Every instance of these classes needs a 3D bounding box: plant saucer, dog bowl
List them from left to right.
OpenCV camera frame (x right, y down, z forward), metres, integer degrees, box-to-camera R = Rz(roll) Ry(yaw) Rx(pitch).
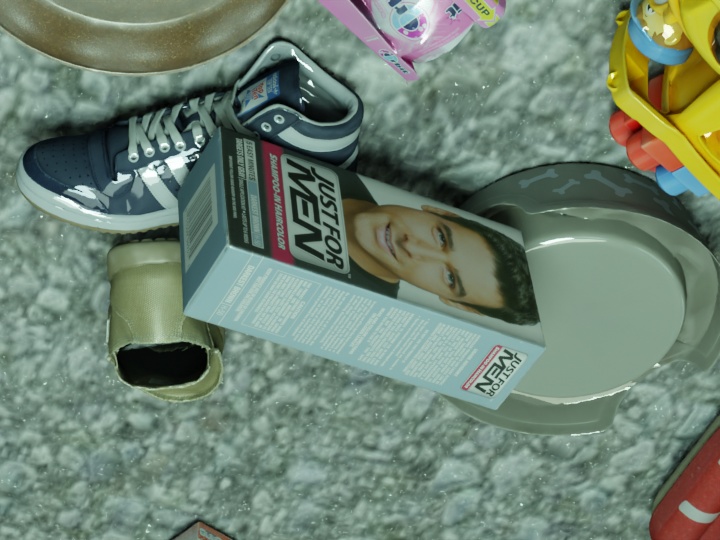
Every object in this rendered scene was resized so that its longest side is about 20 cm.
[{"bbox_3d":[-0.125,-0.192,1.091,0.199,0.032,0.201,-1,134,-1],"label":"plant saucer"},{"bbox_3d":[0.130,0.016,1.279,0.199,0.059,0.201,-1,133,-1],"label":"dog bowl"}]

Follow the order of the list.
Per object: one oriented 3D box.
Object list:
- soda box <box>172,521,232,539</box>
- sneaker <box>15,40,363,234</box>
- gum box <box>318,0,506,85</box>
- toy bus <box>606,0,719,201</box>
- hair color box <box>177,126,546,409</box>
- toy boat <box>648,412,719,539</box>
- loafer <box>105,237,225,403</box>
[{"bbox_3d":[-0.067,0.264,1.495,0.200,0.069,0.064,34,123,-31],"label":"soda box"},{"bbox_3d":[-0.094,-0.078,1.172,0.199,0.070,0.109,4,137,-14],"label":"sneaker"},{"bbox_3d":[0.007,-0.193,0.978,0.066,0.200,0.113,-33,125,26],"label":"gum box"},{"bbox_3d":[0.204,-0.114,1.126,0.192,0.136,0.200,-23,130,39],"label":"toy bus"},{"bbox_3d":[0.000,0.000,1.143,0.199,0.099,0.061,18,129,-24],"label":"hair color box"},{"bbox_3d":[0.287,0.169,1.379,0.130,0.131,0.200,15,131,-16],"label":"toy boat"},{"bbox_3d":[-0.124,0.046,1.256,0.076,0.068,0.200,-1,156,4],"label":"loafer"}]
